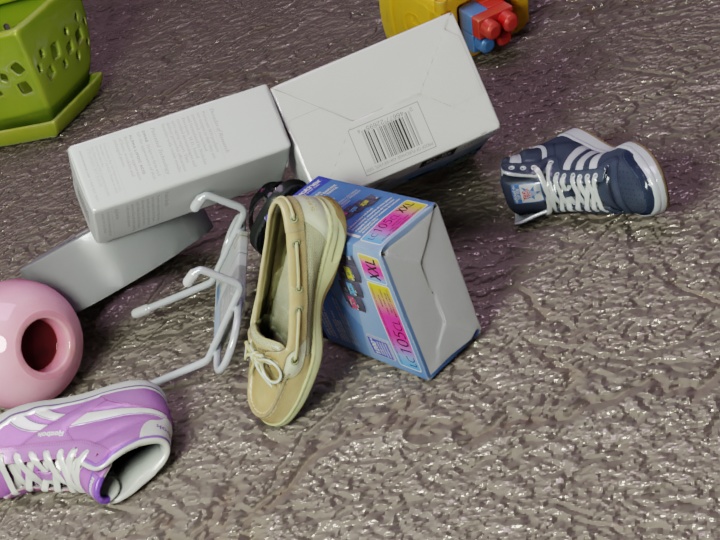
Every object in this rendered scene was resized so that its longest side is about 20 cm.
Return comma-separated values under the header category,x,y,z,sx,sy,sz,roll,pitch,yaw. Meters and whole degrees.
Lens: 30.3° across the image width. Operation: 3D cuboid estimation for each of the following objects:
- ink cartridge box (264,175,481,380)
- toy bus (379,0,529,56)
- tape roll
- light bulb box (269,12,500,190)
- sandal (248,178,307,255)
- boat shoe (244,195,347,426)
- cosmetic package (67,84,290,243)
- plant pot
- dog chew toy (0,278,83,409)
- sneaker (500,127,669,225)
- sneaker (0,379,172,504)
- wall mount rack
category,x,y,z,sx,sy,sz,roll,pitch,yaw
ink cartridge box,0.000,0.000,1.173,0.076,0.138,0.199,-36,31,-25
toy bus,0.151,-0.348,1.713,0.199,0.137,0.192,-29,42,-22
tape roll,-0.255,-0.024,1.395,0.199,0.067,0.200,-28,9,5
light bulb box,0.019,-0.149,1.355,0.196,0.126,0.200,-23,-3,-4
sandal,-0.080,-0.048,1.287,0.075,0.048,0.201,-45,-11,-7
boat shoe,-0.067,0.034,1.102,0.063,0.203,0.073,0,25,-40
cosmetic package,-0.172,-0.101,1.268,0.198,0.075,0.102,-21,-11,-15
plant pot,-0.515,-0.302,2.006,0.197,0.183,0.201,-7,30,23
dog chew toy,-0.363,0.073,1.318,0.199,0.126,0.124,-3,31,46
sneaker,0.201,-0.078,1.246,0.107,0.071,0.200,-21,21,-12
sneaker,-0.256,0.163,1.131,0.198,0.073,0.115,-22,31,-3
wall mount rack,-0.161,0.030,1.260,0.074,0.175,0.201,18,35,-17
